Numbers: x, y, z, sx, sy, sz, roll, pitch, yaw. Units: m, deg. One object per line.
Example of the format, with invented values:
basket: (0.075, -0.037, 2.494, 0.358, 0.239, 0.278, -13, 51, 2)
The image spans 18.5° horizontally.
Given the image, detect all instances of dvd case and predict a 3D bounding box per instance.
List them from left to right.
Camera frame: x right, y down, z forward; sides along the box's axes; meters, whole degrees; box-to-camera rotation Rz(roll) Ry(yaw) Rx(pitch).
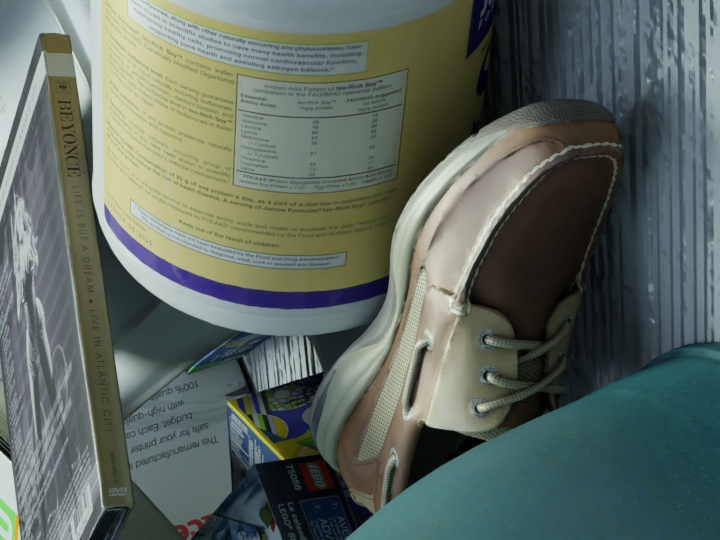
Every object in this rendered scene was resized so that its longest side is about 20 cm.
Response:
dvd case: (-0.122, 0.030, 0.877, 0.149, 0.016, 0.201, 121, 143, -56)

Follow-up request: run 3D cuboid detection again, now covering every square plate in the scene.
square plate: (-0.129, -0.038, 0.963, 0.200, 0.028, 0.199, -36, 78, 55)

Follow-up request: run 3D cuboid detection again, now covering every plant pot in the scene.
plant pot: (0.058, 0.145, 0.694, 0.200, 0.187, 0.201, 47, 146, 47)

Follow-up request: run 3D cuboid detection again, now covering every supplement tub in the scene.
supplement tub: (-0.024, -0.093, 0.778, 0.146, 0.145, 0.201, 54, 151, 39)

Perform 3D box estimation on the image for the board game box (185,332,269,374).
board game box: (-0.068, -0.035, 1.066, 0.136, 0.034, 0.200, 71, 159, 6)

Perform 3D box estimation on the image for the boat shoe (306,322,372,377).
boat shoe: (0.000, 0.000, 0.906, 0.200, 0.071, 0.064, 53, -176, 25)

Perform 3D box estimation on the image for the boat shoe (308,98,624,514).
boat shoe: (0.046, 0.024, 0.765, 0.072, 0.075, 0.201, 62, 146, 32)

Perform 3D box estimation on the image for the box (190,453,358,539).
box: (-0.046, 0.184, 0.920, 0.200, 0.040, 0.138, -50, 54, 48)

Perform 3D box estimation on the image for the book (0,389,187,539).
book: (-0.119, 0.156, 0.957, 0.200, 0.048, 0.135, 35, 124, 46)

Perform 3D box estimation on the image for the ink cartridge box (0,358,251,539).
ink cartridge box: (-0.136, 0.084, 1.166, 0.201, 0.145, 0.084, 66, 156, 17)

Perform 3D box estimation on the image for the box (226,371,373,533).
box: (0.015, 0.114, 0.928, 0.200, 0.070, 0.065, 40, 140, 54)
